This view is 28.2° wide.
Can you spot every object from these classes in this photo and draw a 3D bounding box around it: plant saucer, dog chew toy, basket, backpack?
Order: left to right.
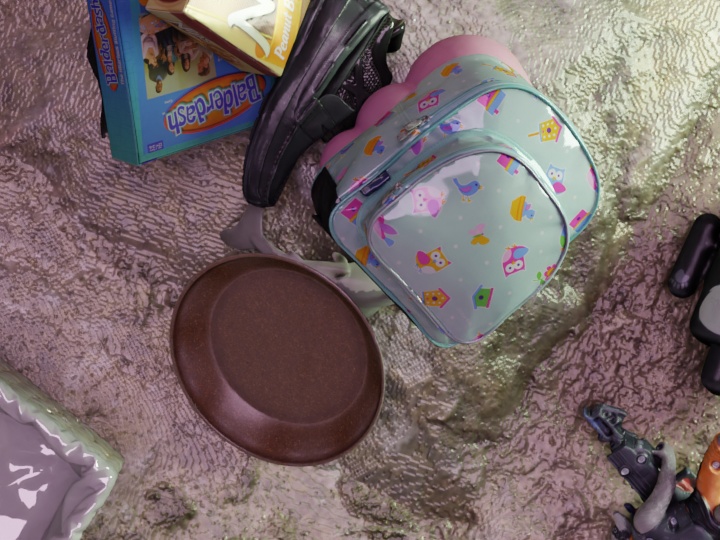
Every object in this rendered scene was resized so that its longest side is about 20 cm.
[{"bbox_3d":[-0.323,0.183,1.191,0.199,0.161,0.199,36,88,0],"label":"basket"},{"bbox_3d":[-0.067,0.072,1.227,0.198,0.037,0.203,9,118,18],"label":"plant saucer"},{"bbox_3d":[0.051,-0.114,1.222,0.199,0.125,0.125,-31,90,-6],"label":"dog chew toy"},{"bbox_3d":[0.084,-0.058,1.111,0.200,0.153,0.176,-44,114,0],"label":"backpack"}]

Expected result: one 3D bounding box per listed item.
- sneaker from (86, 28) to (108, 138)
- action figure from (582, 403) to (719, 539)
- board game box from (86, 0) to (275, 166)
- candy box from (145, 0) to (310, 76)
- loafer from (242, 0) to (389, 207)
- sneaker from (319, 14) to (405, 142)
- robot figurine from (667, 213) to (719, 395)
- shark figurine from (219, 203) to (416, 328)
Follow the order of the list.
[{"bbox_3d":[-0.212,-0.220,1.245,0.059,0.105,0.201,0,51,-26],"label":"sneaker"},{"bbox_3d":[0.272,0.190,1.216,0.200,0.105,0.194,41,123,-5],"label":"action figure"},{"bbox_3d":[-0.145,-0.204,1.169,0.151,0.045,0.203,-22,116,-37],"label":"board game box"},{"bbox_3d":[-0.080,-0.271,1.141,0.115,0.055,0.202,27,82,-45],"label":"candy box"},{"bbox_3d":[-0.040,-0.141,1.191,0.070,0.068,0.203,25,97,7],"label":"loafer"},{"bbox_3d":[-0.034,-0.226,1.252,0.113,0.076,0.201,-30,93,-4],"label":"sneaker"},{"bbox_3d":[0.359,0.020,1.234,0.149,0.125,0.202,23,88,-18],"label":"robot figurine"},{"bbox_3d":[-0.018,0.009,1.249,0.211,0.090,0.129,6,55,-9],"label":"shark figurine"}]
